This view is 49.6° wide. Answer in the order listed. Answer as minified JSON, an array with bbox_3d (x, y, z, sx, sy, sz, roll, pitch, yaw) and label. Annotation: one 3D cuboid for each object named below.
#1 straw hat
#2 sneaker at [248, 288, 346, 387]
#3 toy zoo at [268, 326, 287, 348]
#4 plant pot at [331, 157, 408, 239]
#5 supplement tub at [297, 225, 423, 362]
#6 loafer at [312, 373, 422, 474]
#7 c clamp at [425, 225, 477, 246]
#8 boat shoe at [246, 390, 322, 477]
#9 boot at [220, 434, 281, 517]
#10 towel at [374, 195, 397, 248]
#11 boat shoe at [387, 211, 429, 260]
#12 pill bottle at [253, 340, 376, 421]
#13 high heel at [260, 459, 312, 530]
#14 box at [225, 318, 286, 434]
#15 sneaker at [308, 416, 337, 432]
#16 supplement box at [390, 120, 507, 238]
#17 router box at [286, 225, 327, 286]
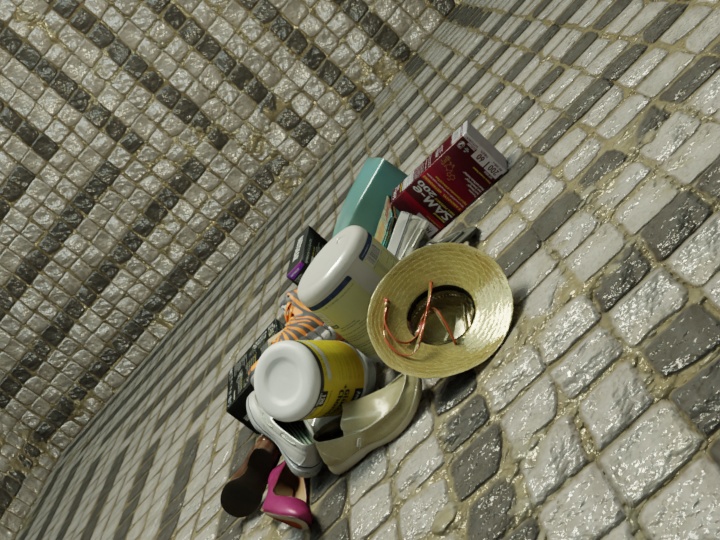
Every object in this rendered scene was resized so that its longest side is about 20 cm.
[{"bbox_3d":[0.113,0.067,1.070,0.202,0.200,0.085,-53,-27,-10],"label":"straw hat"},{"bbox_3d":[-0.112,0.104,1.247,0.199,0.112,0.078,-30,-33,-27],"label":"sneaker"},{"bbox_3d":[-0.112,0.170,1.368,0.131,0.020,0.201,-34,-39,-42],"label":"toy zoo"},{"bbox_3d":[0.034,-0.114,1.640,0.201,0.141,0.141,-58,15,0],"label":"plant pot"},{"bbox_3d":[0.020,0.046,1.176,0.145,0.200,0.145,-44,16,17],"label":"supplement tub"},{"bbox_3d":[0.006,0.208,1.085,0.200,0.068,0.076,-46,18,21],"label":"loafer"},{"bbox_3d":[0.104,-0.019,1.306,0.200,0.027,0.170,-36,5,-40],"label":"c clamp"},{"bbox_3d":[-0.113,0.230,1.203,0.200,0.073,0.067,37,131,43],"label":"boat shoe"},{"bbox_3d":[-0.148,0.300,1.320,0.187,0.064,0.200,-55,0,31],"label":"boot"},{"bbox_3d":[0.031,-0.033,1.505,0.147,0.021,0.202,-95,21,-69],"label":"towel"},{"bbox_3d":[0.071,-0.002,1.393,0.072,0.065,0.202,78,-150,-81],"label":"boat shoe"},{"bbox_3d":[-0.058,0.160,1.152,0.112,0.112,0.199,-44,-24,20],"label":"pill bottle"},{"bbox_3d":[-0.100,0.315,1.130,0.097,0.067,0.200,-66,16,-17],"label":"high heel"},{"bbox_3d":[-0.190,0.211,1.595,0.164,0.086,0.200,-49,16,5],"label":"box"},{"bbox_3d":[-0.079,0.189,1.287,0.073,0.115,0.201,-31,26,45],"label":"sneaker"},{"bbox_3d":[0.162,-0.165,1.441,0.200,0.109,0.061,-43,17,28],"label":"supplement box"},{"bbox_3d":[-0.078,0.002,1.649,0.051,0.149,0.200,-43,16,18],"label":"router box"}]
